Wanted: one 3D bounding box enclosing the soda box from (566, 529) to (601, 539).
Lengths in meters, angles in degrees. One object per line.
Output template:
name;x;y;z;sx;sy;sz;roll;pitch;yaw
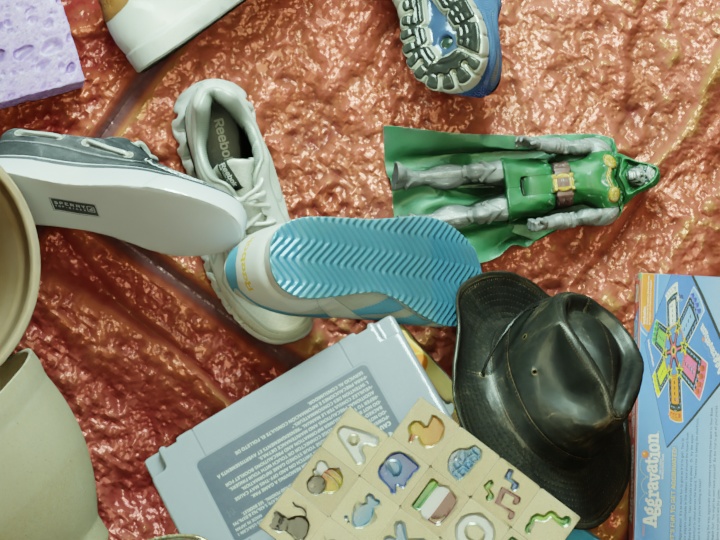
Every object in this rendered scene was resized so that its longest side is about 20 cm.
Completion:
soda box;0.115;0.192;1.594;0.200;0.064;0.068;37;89;-24

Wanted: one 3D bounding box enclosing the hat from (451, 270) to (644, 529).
hat;0.151;0.077;1.578;0.081;0.201;0.201;-31;91;35

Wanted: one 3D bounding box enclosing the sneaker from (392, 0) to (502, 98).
sneaker;0.053;-0.211;1.648;0.078;0.089;0.201;-21;71;18

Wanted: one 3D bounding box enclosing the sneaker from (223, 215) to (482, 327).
sneaker;0.000;0.000;1.584;0.200;0.081;0.077;10;77;-35

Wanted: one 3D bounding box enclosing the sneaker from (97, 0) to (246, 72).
sneaker;-0.101;-0.231;1.624;0.200;0.073;0.085;-35;94;-7

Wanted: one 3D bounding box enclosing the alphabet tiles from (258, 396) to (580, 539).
alphabet tiles;0.042;0.188;1.482;0.200;0.006;0.167;37;85;3

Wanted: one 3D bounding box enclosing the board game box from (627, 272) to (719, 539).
board game box;0.252;0.104;1.674;0.103;0.019;0.201;3;86;-8

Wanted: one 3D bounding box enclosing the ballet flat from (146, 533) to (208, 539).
ballet flat;-0.171;0.238;1.509;0.200;0.065;0.071;-32;79;8

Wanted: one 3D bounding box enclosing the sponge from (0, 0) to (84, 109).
sponge;-0.279;-0.215;1.623;0.111;0.030;0.201;-16;88;-8

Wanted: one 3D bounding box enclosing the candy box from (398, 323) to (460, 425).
candy box;-0.008;0.147;1.620;0.200;0.055;0.115;-43;92;-8

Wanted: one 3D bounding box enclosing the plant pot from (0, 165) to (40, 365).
plant pot;-0.325;-0.002;1.566;0.200;0.093;0.202;0;89;-14

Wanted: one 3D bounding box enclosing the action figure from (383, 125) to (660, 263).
action figure;0.123;-0.061;1.654;0.199;0.055;0.119;-7;88;-10

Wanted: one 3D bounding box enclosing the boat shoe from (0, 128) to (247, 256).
boat shoe;-0.169;-0.062;1.589;0.199;0.072;0.068;8;51;17

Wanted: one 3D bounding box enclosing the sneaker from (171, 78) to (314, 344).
sneaker;-0.083;-0.042;1.612;0.075;0.081;0.201;-20;90;-10

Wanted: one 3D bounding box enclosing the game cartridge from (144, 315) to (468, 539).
game cartridge;-0.033;0.134;1.529;0.200;0.042;0.133;-30;70;1

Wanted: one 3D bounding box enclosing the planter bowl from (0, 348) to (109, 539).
planter bowl;-0.255;0.168;1.524;0.200;0.200;0.135;-41;101;-8
